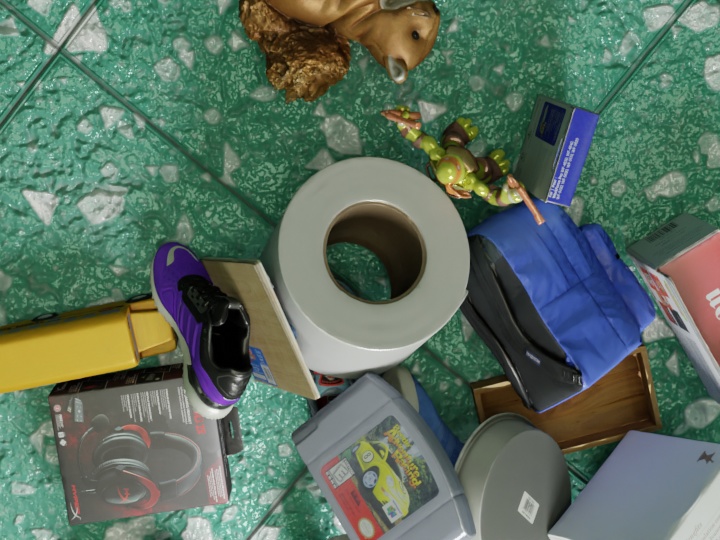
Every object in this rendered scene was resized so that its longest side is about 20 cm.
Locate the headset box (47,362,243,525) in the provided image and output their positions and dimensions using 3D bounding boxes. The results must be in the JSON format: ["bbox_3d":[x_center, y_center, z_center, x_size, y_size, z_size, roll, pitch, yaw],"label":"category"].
[{"bbox_3d":[-0.229,0.186,1.577,0.198,0.075,0.150,-7,100,-2],"label":"headset box"}]

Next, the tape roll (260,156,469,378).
[{"bbox_3d":[0.000,0.000,1.488,0.200,0.139,0.205,4,74,-13],"label":"tape roll"}]

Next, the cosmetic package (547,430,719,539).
[{"bbox_3d":[0.346,0.305,1.540,0.167,0.166,0.201,-45,113,-23],"label":"cosmetic package"}]

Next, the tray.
[{"bbox_3d":[0.231,0.152,1.615,0.198,0.037,0.100,-14,100,-1],"label":"tray"}]

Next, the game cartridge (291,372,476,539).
[{"bbox_3d":[0.027,0.213,1.476,0.133,0.041,0.201,-39,73,16],"label":"game cartridge"}]

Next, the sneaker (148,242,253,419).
[{"bbox_3d":[-0.157,0.045,1.511,0.069,0.100,0.202,-5,63,-37],"label":"sneaker"}]

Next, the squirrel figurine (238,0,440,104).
[{"bbox_3d":[-0.021,-0.266,1.497,0.200,0.142,0.186,-41,110,19],"label":"squirrel figurine"}]

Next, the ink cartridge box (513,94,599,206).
[{"bbox_3d":[0.203,-0.124,1.482,0.039,0.200,0.100,16,100,-5],"label":"ink cartridge box"}]

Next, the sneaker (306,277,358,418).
[{"bbox_3d":[-0.025,0.105,1.563,0.078,0.096,0.202,-8,100,-1],"label":"sneaker"}]

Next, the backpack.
[{"bbox_3d":[0.196,0.024,1.527,0.167,0.163,0.201,-34,85,-28],"label":"backpack"}]

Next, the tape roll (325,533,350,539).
[{"bbox_3d":[0.031,0.354,1.579,0.200,0.037,0.204,6,140,5],"label":"tape roll"}]

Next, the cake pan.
[{"bbox_3d":[0.164,0.253,1.528,0.036,0.199,0.203,1,104,41],"label":"cake pan"}]

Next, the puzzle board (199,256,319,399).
[{"bbox_3d":[-0.105,0.055,1.504,0.017,0.200,0.152,-28,101,-18],"label":"puzzle board"}]

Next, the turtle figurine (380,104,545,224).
[{"bbox_3d":[0.110,-0.105,1.491,0.199,0.161,0.065,33,108,8],"label":"turtle figurine"}]

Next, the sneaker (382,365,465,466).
[{"bbox_3d":[0.089,0.198,1.577,0.110,0.201,0.077,5,141,-31],"label":"sneaker"}]

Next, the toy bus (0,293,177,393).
[{"bbox_3d":[-0.301,0.078,1.552,0.198,0.078,0.066,-11,100,-1],"label":"toy bus"}]

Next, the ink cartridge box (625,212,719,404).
[{"bbox_3d":[0.384,0.054,1.535,0.083,0.176,0.201,-31,101,3],"label":"ink cartridge box"}]
